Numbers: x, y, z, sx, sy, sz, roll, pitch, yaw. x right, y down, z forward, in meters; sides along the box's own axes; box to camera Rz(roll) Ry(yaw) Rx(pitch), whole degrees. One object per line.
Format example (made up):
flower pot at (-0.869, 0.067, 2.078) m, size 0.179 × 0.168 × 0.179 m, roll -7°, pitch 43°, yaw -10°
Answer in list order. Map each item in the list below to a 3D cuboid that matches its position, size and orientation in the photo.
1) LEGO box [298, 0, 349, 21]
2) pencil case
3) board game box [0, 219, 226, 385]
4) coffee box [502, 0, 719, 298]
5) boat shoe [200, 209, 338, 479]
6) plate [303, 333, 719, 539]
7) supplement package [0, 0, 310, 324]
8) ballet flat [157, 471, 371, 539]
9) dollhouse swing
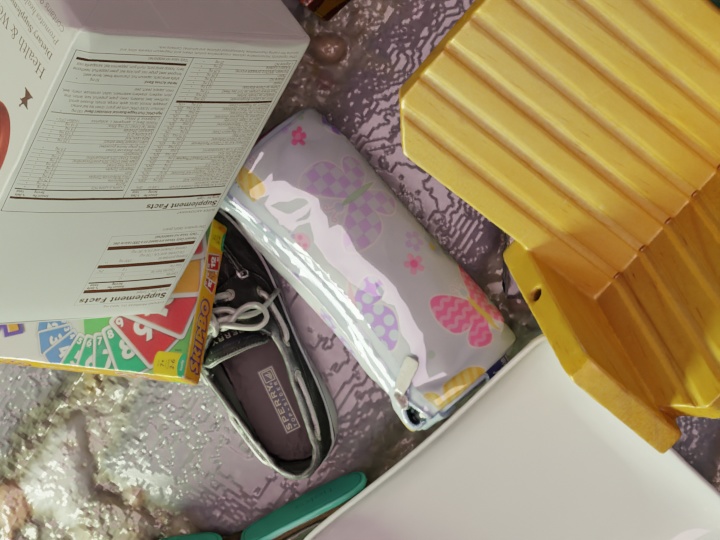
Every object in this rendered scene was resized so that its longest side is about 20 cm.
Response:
LEGO box at (-0.003, -0.266, 0.987) m, size 0.200 × 0.077 × 0.149 m, roll -42°, pitch 85°, yaw 8°
pencil case at (0.000, 0.000, 1.022) m, size 0.091 × 0.083 × 0.200 m, roll -40°, pitch 91°, yaw -29°
board game box at (-0.181, 0.010, 1.034) m, size 0.199 × 0.030 × 0.096 m, roll 4°, pitch 77°, yaw 23°
coffee box at (0.147, -0.081, 1.019) m, size 0.122 × 0.044 × 0.202 m, roll 4°, pitch 97°, yaw 5°
boat shoe at (-0.079, 0.036, 1.042) m, size 0.073 × 0.068 × 0.200 m, roll -23°, pitch 94°, yaw 7°
plate at (0.097, 0.151, 1.027) m, size 0.200 × 0.032 × 0.199 m, roll -41°, pitch 115°, yaw 12°
supplement package at (-0.166, -0.108, 0.925) m, size 0.192 × 0.146 × 0.201 m, roll 54°, pitch 129°, yaw 30°
ballet flat at (-0.072, 0.188, 1.063) m, size 0.199 × 0.068 × 0.069 m, roll -19°, pitch 103°, yaw 8°
dollhouse swing at (0.142, -0.056, 0.902) m, size 0.175 × 0.182 × 0.200 m, roll 31°, pitch 111°, yaw -32°
